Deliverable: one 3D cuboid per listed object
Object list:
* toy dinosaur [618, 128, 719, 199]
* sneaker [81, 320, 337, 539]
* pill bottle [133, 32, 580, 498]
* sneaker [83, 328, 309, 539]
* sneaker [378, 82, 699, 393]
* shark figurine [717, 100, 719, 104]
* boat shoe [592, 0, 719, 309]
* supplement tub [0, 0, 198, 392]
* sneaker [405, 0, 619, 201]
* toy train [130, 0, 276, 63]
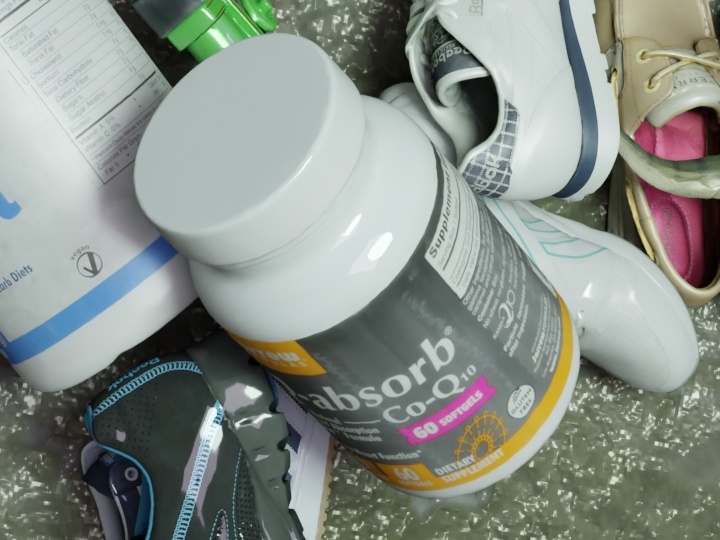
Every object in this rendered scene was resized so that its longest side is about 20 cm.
[{"bbox_3d":[0.204,-0.031,1.097,0.198,0.047,0.089,-2,64,-25],"label":"toy dinosaur"},{"bbox_3d":[-0.066,0.053,1.065,0.108,0.070,0.202,7,90,-19],"label":"sneaker"},{"bbox_3d":[0.000,0.000,0.958,0.117,0.116,0.200,-54,134,-11],"label":"pill bottle"},{"bbox_3d":[-0.057,0.129,1.010,0.081,0.073,0.202,-20,97,-12],"label":"sneaker"},{"bbox_3d":[0.071,0.003,1.100,0.200,0.070,0.080,38,52,-8],"label":"sneaker"},{"bbox_3d":[0.200,-0.104,1.060,0.089,0.214,0.129,-16,73,16],"label":"shark figurine"},{"bbox_3d":[0.155,-0.079,1.136,0.073,0.069,0.202,-7,91,-17],"label":"boat shoe"},{"bbox_3d":[-0.148,-0.061,1.009,0.132,0.132,0.200,-40,100,-14],"label":"supplement tub"},{"bbox_3d":[0.057,-0.126,1.074,0.080,0.076,0.201,-2,63,-27],"label":"sneaker"},{"bbox_3d":[-0.071,-0.115,1.032,0.042,0.056,0.200,-39,102,20],"label":"toy train"}]
